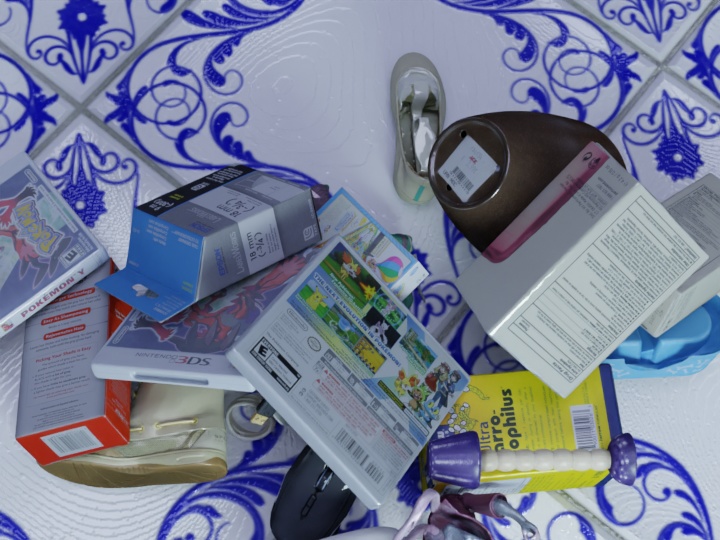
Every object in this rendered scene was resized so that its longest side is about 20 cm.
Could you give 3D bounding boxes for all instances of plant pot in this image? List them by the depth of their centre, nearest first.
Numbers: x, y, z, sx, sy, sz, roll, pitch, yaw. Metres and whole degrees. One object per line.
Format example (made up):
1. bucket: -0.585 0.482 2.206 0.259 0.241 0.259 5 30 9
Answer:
1. plant pot: 0.159 -0.090 1.302 0.186 0.199 0.189 -6 79 33

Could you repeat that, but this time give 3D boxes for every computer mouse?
1. computer mouse: -0.063 0.200 1.231 0.140 0.201 0.046 36 31 4

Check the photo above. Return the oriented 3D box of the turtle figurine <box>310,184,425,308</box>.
1. turtle figurine: 0.000 0.000 1.357 0.200 0.101 0.150 40 72 18

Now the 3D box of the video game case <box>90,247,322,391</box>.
1. video game case: -0.144 0.040 1.236 0.181 0.023 0.200 2 38 25

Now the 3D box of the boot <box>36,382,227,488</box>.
1. boot: -0.233 0.143 1.303 0.198 0.073 0.157 -4 62 8

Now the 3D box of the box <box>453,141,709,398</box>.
1. box: 0.212 -0.001 1.209 0.200 0.109 0.128 -45 121 9

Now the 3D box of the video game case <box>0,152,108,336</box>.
1. video game case: -0.390 -0.021 1.329 0.182 0.023 0.200 -37 54 -12

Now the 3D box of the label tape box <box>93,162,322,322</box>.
1. label tape box: -0.161 -0.035 1.264 0.199 0.064 0.144 -28 30 -31

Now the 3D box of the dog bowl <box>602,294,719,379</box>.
1. dog bowl: 0.302 0.066 1.351 0.198 0.050 0.112 -2 48 -8

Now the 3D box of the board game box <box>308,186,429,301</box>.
1. board game box: -0.045 0.028 1.286 0.200 0.034 0.134 -44 57 0

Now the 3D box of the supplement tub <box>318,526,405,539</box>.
1. supplement tub: -0.001 0.361 1.193 0.143 0.145 0.201 -13 71 -8

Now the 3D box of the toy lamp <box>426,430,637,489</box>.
1. toy lamp: 0.163 0.181 1.200 0.198 0.058 0.059 -1 69 -5

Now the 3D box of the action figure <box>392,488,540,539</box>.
1. action figure: 0.085 0.267 1.217 0.149 0.200 0.134 36 101 -6

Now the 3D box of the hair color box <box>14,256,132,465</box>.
1. hair color box: -0.291 0.091 1.279 0.101 0.061 0.201 -14 51 10

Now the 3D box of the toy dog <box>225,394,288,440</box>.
1. toy dog: -0.041 0.154 1.293 0.200 0.096 0.132 38 72 11

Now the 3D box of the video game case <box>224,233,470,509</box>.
1. video game case: -0.006 0.092 1.177 0.200 0.022 0.182 47 52 -7

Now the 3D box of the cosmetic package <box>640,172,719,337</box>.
1. cosmetic package: 0.351 -0.020 1.347 0.199 0.071 0.105 -26 58 -36

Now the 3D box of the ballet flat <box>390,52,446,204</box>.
1. ballet flat: 0.070 -0.176 1.439 0.069 0.070 0.202 -1 69 -3

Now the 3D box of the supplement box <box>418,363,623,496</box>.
1. supplement box: 0.161 0.169 1.291 0.198 0.109 0.110 -4 70 -5
